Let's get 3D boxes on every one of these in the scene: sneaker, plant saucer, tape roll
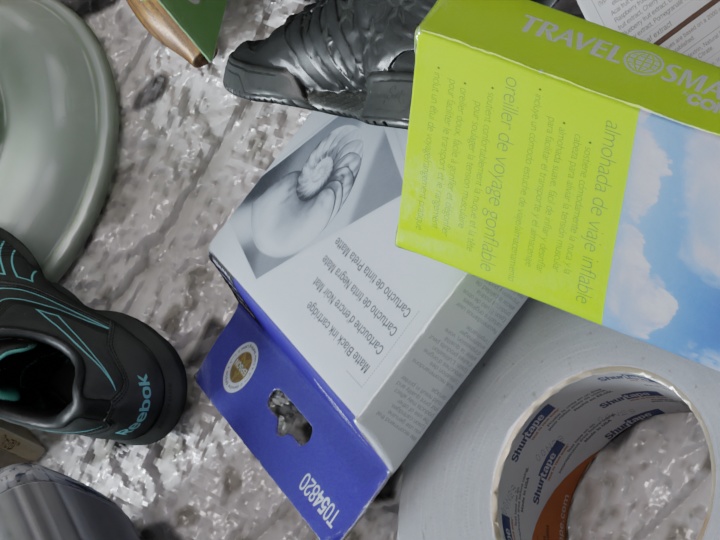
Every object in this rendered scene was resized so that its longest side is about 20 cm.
[{"bbox_3d":[-0.178,0.026,1.463,0.199,0.079,0.076,22,105,28],"label":"sneaker"},{"bbox_3d":[-0.218,-0.060,1.564,0.199,0.050,0.201,-12,67,30],"label":"plant saucer"},{"bbox_3d":[0.116,0.100,1.273,0.199,0.066,0.201,-13,65,29],"label":"tape roll"},{"bbox_3d":[0.014,-0.116,1.325,0.199,0.060,0.105,15,96,53],"label":"sneaker"}]

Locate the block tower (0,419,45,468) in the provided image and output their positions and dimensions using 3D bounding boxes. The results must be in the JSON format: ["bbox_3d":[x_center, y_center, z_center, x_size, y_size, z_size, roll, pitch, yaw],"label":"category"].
[{"bbox_3d":[-0.245,0.143,1.502,0.200,0.054,0.058,-51,54,7],"label":"block tower"}]

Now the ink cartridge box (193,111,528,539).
[{"bbox_3d":[0.000,0.000,1.360,0.200,0.041,0.200,-54,31,5],"label":"ink cartridge box"}]

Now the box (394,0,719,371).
[{"bbox_3d":[0.114,-0.029,1.189,0.199,0.122,0.048,21,46,16],"label":"box"}]

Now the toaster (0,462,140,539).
[{"bbox_3d":[-0.159,0.181,1.395,0.200,0.113,0.129,-41,53,16],"label":"toaster"}]

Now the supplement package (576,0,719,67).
[{"bbox_3d":[0.165,-0.128,1.291,0.120,0.121,0.201,-35,56,19],"label":"supplement package"}]

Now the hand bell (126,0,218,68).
[{"bbox_3d":[-0.133,-0.180,1.545,0.104,0.104,0.200,-41,68,14],"label":"hand bell"}]

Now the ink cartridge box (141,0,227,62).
[{"bbox_3d":[-0.100,-0.202,1.470,0.059,0.104,0.201,-10,49,29],"label":"ink cartridge box"}]
